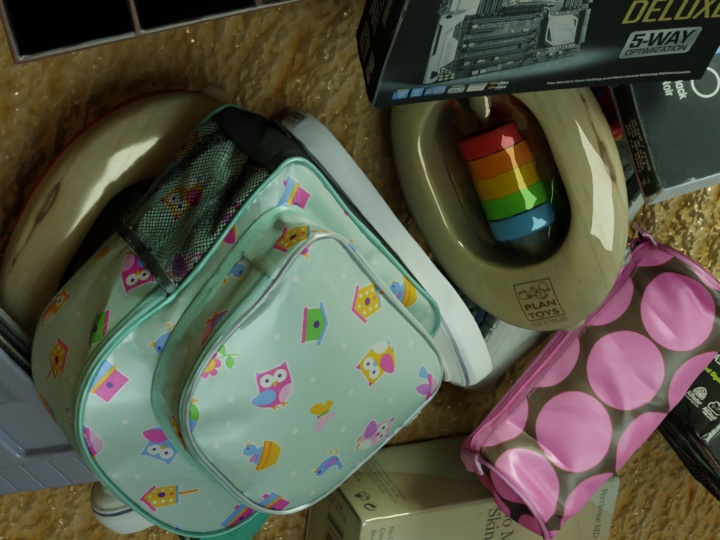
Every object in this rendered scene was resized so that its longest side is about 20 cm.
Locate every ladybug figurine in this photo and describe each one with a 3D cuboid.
[{"bbox_3d":[-0.133,-0.023,1.116,0.135,0.072,0.201,27,104,-37],"label":"ladybug figurine"},{"bbox_3d":[0.094,-0.060,1.176,0.135,0.072,0.202,-12,105,29],"label":"ladybug figurine"}]

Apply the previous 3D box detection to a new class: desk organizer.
[{"bbox_3d":[-0.093,-0.172,1.013,0.198,0.077,0.072,-13,125,-4],"label":"desk organizer"}]

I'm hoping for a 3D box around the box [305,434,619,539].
[{"bbox_3d":[0.068,0.171,1.341,0.198,0.078,0.096,-8,121,-24],"label":"box"}]

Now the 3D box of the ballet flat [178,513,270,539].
[{"bbox_3d":[-0.045,0.096,1.240,0.200,0.072,0.072,-42,130,-2],"label":"ballet flat"}]

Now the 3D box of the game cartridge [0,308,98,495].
[{"bbox_3d":[-0.231,0.061,1.094,0.129,0.039,0.200,-15,135,28],"label":"game cartridge"}]

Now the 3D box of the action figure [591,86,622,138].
[{"bbox_3d":[0.177,-0.120,1.231,0.200,0.065,0.052,-44,126,0],"label":"action figure"}]

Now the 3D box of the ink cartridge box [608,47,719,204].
[{"bbox_3d":[0.233,-0.162,1.173,0.198,0.043,0.200,-17,87,-13],"label":"ink cartridge box"}]

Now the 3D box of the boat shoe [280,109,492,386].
[{"bbox_3d":[0.000,0.000,1.178,0.065,0.074,0.200,-41,102,-11],"label":"boat shoe"}]

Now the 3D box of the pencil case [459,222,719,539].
[{"bbox_3d":[0.148,0.071,1.257,0.094,0.091,0.200,41,87,-31],"label":"pencil case"}]

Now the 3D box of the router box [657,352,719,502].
[{"bbox_3d":[0.254,0.111,1.360,0.062,0.150,0.200,-41,130,-1],"label":"router box"}]

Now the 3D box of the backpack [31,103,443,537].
[{"bbox_3d":[-0.068,0.044,1.049,0.200,0.153,0.176,-41,132,2],"label":"backpack"}]

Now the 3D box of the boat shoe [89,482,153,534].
[{"bbox_3d":[-0.099,0.066,1.189,0.202,0.075,0.086,-42,130,-3],"label":"boat shoe"}]

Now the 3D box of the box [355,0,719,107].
[{"bbox_3d":[0.108,-0.153,1.035,0.198,0.050,0.158,-6,156,-14],"label":"box"}]

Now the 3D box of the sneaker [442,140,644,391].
[{"bbox_3d":[0.115,-0.003,1.278,0.200,0.075,0.087,-44,147,6],"label":"sneaker"}]
